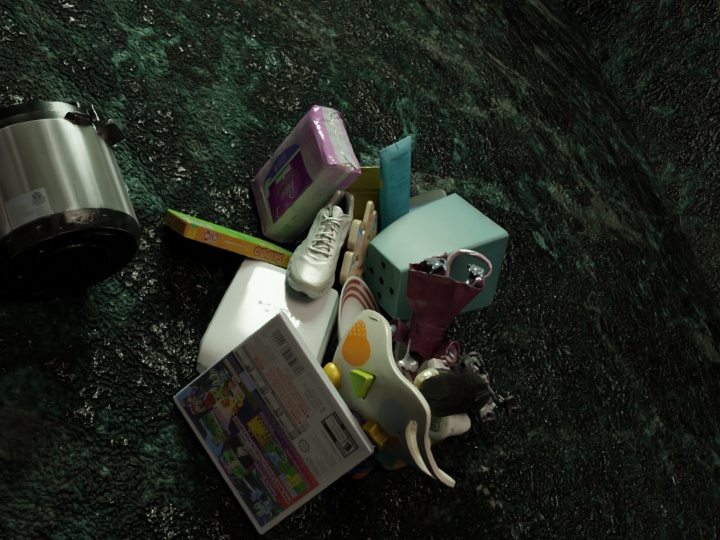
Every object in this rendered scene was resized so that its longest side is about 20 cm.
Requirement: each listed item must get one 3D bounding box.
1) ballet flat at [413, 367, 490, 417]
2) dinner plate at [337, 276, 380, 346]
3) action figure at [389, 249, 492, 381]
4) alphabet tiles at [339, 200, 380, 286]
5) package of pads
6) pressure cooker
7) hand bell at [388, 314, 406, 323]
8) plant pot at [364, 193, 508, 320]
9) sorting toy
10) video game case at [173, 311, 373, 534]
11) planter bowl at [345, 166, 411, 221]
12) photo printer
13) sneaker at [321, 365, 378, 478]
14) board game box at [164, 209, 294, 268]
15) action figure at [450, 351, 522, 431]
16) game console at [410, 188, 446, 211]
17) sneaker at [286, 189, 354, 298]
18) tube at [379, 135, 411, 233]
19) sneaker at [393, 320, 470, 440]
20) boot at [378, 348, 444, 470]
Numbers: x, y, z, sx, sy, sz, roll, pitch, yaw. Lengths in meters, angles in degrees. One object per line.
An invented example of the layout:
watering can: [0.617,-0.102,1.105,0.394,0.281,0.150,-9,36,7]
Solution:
ballet flat: [0.123,0.169,0.946,0.057,0.067,0.198,40,10,35]
dinner plate: [0.002,0.112,0.975,0.200,0.024,0.207,-15,91,-72]
action figure: [0.096,0.070,0.974,0.131,0.205,0.149,25,29,13]
alphabet tiles: [0.000,0.000,1.071,0.200,0.014,0.202,60,41,-70]
package of pads: [-0.090,-0.149,1.062,0.074,0.199,0.123,9,52,-42]
pressure cooker: [-0.357,-0.094,0.764,0.173,0.178,0.204,-11,69,-45]
hand bell: [0.045,0.102,1.125,0.197,0.104,0.106,-28,81,-38]
plant pot: [0.111,-0.011,1.076,0.196,0.145,0.141,-17,42,-31]
sorting toy: [0.046,0.181,0.817,0.105,0.179,0.205,-31,118,-21]
video game case: [-0.108,0.186,0.814,0.202,0.180,0.023,54,9,3]
planter bowl: [-0.004,-0.120,1.171,0.197,0.197,0.087,-1,87,-45]
photo printer: [-0.125,0.089,0.914,0.162,0.070,0.203,20,44,-1]
sneaker: [-0.030,0.196,0.958,0.202,0.078,0.075,53,37,0]
board game box: [-0.182,-0.043,0.982,0.196,0.031,0.095,15,6,-36]
action figure: [0.189,0.210,1.157,0.115,0.105,0.200,-8,22,-18]
game console: [0.079,-0.077,1.250,0.173,0.116,0.205,21,47,-34]
sneaker: [-0.053,-0.043,0.969,0.073,0.082,0.203,21,42,-2]
tube: [0.057,-0.113,1.099,0.049,0.205,0.077,23,40,30]
sneaker: [0.116,0.171,1.052,0.098,0.077,0.205,17,49,-44]
boot: [0.059,0.214,1.065,0.197,0.073,0.168,-12,58,-48]
